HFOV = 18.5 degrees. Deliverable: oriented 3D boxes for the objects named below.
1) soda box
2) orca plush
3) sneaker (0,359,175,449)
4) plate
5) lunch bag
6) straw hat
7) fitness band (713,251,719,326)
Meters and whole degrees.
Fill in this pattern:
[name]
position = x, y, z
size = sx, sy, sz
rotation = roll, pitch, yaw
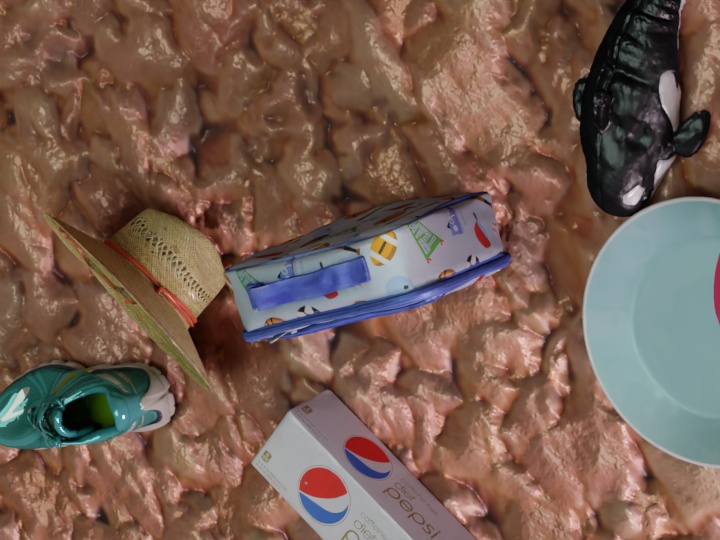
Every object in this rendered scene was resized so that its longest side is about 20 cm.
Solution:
[soda box]
position = 0.010, 0.193, 1.771
size = 0.200, 0.064, 0.068
rotation = 45, 123, 13
[orca plush]
position = 0.193, -0.125, 1.544
size = 0.105, 0.071, 0.201
rotation = 37, 122, 19
[sneaker]
position = -0.254, 0.119, 1.914
size = 0.199, 0.080, 0.078
rotation = -13, 98, 36
[plate]
position = 0.252, 0.043, 1.586
size = 0.199, 0.026, 0.202
rotation = 10, 109, 30
[lunch bag]
position = 0.000, 0.000, 1.657
size = 0.199, 0.160, 0.076
rotation = -16, 96, 35
[straw hat]
position = -0.161, -0.002, 1.806
size = 0.085, 0.201, 0.201
rotation = -44, 75, -9
[fitness band]
position = 0.335, 0.017, 1.478
size = 0.199, 0.037, 0.145
rotation = 12, 81, 24
